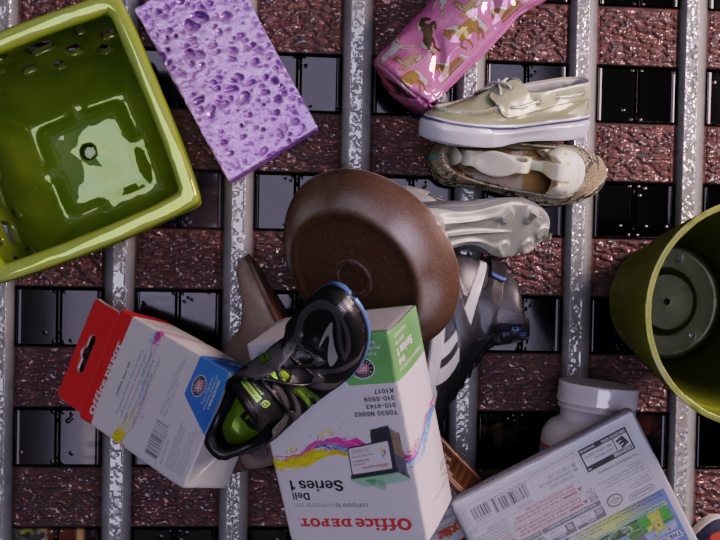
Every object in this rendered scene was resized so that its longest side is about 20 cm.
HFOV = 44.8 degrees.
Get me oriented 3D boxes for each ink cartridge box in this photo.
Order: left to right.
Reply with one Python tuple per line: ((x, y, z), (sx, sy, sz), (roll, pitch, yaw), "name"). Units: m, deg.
((-0.200, 0.117, 0.865), (0.199, 0.067, 0.117), (24, 92, 32), "ink cartridge box")
((-0.007, 0.145, 0.817), (0.143, 0.084, 0.203), (-6, 102, 22), "ink cartridge box")

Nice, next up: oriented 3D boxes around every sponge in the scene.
((-0.138, -0.206, 0.910), (0.111, 0.030, 0.202), (-29, 93, -3), "sponge")

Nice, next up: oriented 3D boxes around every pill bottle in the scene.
((0.236, 0.218, 0.906), (0.107, 0.109, 0.203), (5, 91, -4), "pill bottle")

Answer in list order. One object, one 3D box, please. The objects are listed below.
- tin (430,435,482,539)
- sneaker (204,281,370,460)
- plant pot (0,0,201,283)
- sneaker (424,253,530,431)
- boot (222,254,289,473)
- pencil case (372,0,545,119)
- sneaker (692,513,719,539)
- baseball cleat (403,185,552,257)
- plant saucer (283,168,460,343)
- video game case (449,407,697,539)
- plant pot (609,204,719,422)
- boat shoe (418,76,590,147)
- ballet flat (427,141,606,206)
((0.043, 0.205, 0.899), (0.200, 0.042, 0.112), (46, 132, -3), "tin")
((-0.062, 0.093, 0.732), (0.071, 0.083, 0.200), (44, 114, 6), "sneaker")
((-0.265, -0.115, 0.827), (0.197, 0.181, 0.202), (-21, 93, -3), "plant pot")
((0.119, 0.087, 0.913), (0.110, 0.073, 0.203), (9, 90, -4), "sneaker")
((-0.127, 0.105, 0.902), (0.145, 0.070, 0.202), (-29, 85, 6), "boot")
((0.105, -0.250, 0.901), (0.087, 0.083, 0.200), (45, 87, -11), "pencil case")
((0.350, 0.354, 0.929), (0.075, 0.085, 0.201), (33, 89, -4), "sneaker")
((0.103, -0.059, 0.911), (0.198, 0.107, 0.070), (-2, 121, -32), "baseball cleat")
((0.000, 0.000, 0.856), (0.198, 0.037, 0.202), (16, 126, 24), "plant saucer")
((0.212, 0.259, 0.842), (0.198, 0.022, 0.184), (-27, 89, 2), "video game case")
((0.341, 0.037, 0.868), (0.198, 0.193, 0.203), (0, 91, -4), "plant pot")
((0.149, -0.166, 0.894), (0.198, 0.072, 0.063), (-8, 115, -25), "boat shoe")
((0.170, -0.105, 0.912), (0.197, 0.075, 0.069), (6, 93, -5), "ballet flat")
